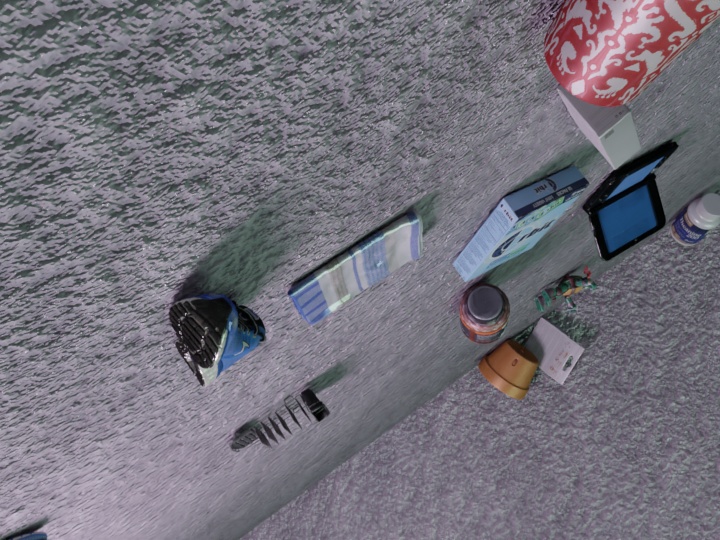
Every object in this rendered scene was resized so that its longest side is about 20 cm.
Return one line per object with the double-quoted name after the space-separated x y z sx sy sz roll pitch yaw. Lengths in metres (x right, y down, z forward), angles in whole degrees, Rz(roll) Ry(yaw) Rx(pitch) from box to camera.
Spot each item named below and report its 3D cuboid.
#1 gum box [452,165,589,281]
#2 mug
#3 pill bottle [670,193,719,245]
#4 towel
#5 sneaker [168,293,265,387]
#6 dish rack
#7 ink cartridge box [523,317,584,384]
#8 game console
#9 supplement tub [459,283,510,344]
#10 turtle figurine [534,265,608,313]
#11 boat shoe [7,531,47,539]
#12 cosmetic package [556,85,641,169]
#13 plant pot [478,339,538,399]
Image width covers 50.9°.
0.263 -0.075 1.257 0.169 0.045 0.200 -25 161 -29 "gum box"
0.265 -0.248 0.648 0.177 0.134 0.200 -25 164 -23 "mug"
1.108 -0.169 2.475 0.111 0.111 0.200 -29 162 -16 "pill bottle"
0.000 0.000 1.006 0.199 0.024 0.147 -32 162 -6 "towel"
-0.151 0.061 0.822 0.089 0.079 0.200 -35 173 -22 "sneaker"
-0.161 0.307 1.490 0.199 0.055 0.154 -32 162 -7 "dish rack"
0.694 0.286 2.718 0.050 0.200 0.163 5 118 -51 "ink cartridge box"
0.560 -0.139 1.521 0.199 0.117 0.176 -27 162 -23 "game console"
0.262 0.090 1.602 0.107 0.107 0.200 -34 164 -2 "supplement tub"
0.617 0.063 2.213 0.199 0.101 0.150 -14 144 -12 "turtle figurine"
-0.562 0.466 1.135 0.199 0.073 0.072 -22 160 -36 "boat shoe"
0.308 -0.192 0.963 0.051 0.083 0.200 -42 162 16 "cosmetic package"
0.542 0.343 2.709 0.140 0.200 0.200 -57 157 16 "plant pot"
